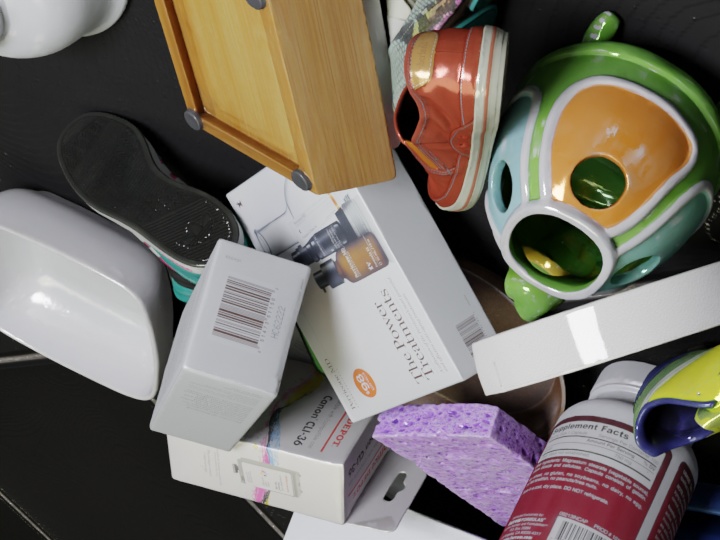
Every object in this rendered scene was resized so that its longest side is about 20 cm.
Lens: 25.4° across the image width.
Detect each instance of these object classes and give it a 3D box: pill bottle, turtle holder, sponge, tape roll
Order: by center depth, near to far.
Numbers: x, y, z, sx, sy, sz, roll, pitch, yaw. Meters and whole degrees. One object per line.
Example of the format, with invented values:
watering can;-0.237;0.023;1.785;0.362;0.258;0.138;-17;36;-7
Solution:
turtle holder;0.130;-0.051;0.967;0.141;0.132;0.185;44;146;-19
tape roll;0.169;0.032;0.998;0.203;0.202;0.037;-23;83;53
pill bottle;0.176;0.168;1.158;0.113;0.200;0.113;22;147;15
sponge;0.110;0.156;1.255;0.111;0.030;0.200;-5;150;38

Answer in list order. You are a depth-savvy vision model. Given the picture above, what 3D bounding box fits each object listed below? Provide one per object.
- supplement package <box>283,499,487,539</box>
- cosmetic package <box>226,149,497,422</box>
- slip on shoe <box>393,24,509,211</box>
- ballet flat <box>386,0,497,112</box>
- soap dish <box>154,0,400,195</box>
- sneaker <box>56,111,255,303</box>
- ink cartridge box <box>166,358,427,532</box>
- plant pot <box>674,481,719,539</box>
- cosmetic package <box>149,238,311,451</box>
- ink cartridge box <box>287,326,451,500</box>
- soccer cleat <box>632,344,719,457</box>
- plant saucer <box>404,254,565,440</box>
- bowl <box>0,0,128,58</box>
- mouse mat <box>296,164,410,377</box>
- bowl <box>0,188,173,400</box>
supplement package;0.040;0.293;1.433;0.191;0.148;0.200;18;171;22
cosmetic package;0.000;0.000;1.159;0.200;0.052;0.151;61;146;-1
slip on shoe;0.051;-0.090;0.949;0.061;0.074;0.200;7;164;3
ballet flat;0.052;-0.169;0.949;0.071;0.069;0.200;47;146;11
soap dish;-0.059;-0.151;1.006;0.157;0.081;0.200;31;150;35
sneaker;-0.152;-0.042;1.277;0.200;0.084;0.121;39;169;28
ink cartridge box;-0.045;0.137;1.319;0.199;0.117;0.068;12;126;19
plant pot;0.268;0.272;1.224;0.199;0.180;0.200;4;148;39
cosmetic package;-0.100;0.061;1.187;0.071;0.102;0.200;18;160;-9
ink cartridge box;0.011;0.094;1.368;0.162;0.057;0.200;30;127;5
soccer cleat;0.258;0.071;1.057;0.065;0.084;0.200;42;138;-11
plant saucer;0.073;0.057;1.236;0.200;0.035;0.201;22;138;21
bowl;-0.269;-0.219;1.126;0.201;0.090;0.201;22;146;16
mouse mat;-0.003;0.004;1.211;0.200;0.008;0.161;-11;105;51
bowl;-0.251;0.014;1.440;0.199;0.075;0.200;25;147;12
